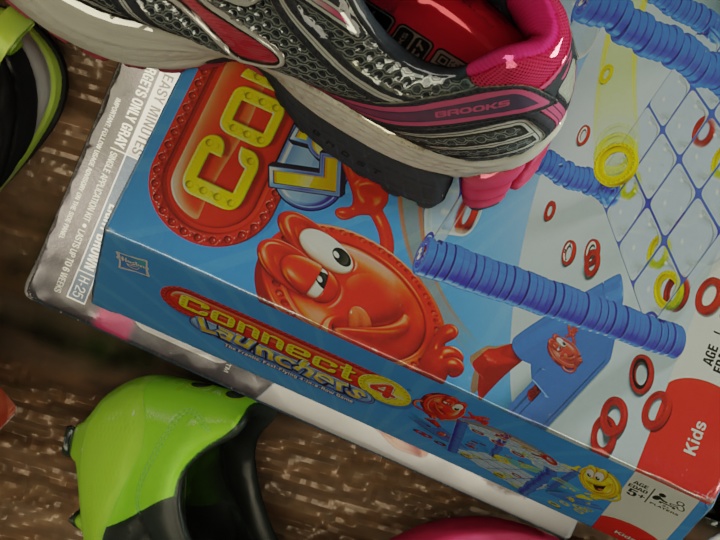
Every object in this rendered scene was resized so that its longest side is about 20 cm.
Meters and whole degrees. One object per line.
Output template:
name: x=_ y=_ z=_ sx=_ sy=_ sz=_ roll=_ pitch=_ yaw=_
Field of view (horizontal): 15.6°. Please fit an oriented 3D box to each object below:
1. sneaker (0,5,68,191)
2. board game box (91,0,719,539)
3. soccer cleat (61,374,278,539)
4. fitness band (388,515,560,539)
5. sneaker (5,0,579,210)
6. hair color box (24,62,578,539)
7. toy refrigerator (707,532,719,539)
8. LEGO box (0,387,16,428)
sneaker: x=-0.174 y=-0.011 z=0.881 sx=0.072 sy=0.083 sz=0.200 roll=35 pitch=100 yaw=-1
board game box: x=0.046 y=-0.043 z=0.821 sx=0.195 sy=0.056 sz=0.201 roll=24 pitch=66 yaw=0
soccer cleat: x=-0.055 y=0.136 z=0.896 sx=0.081 sy=0.067 sz=0.201 roll=1 pitch=100 yaw=36
fitness band: x=0.044 y=0.182 z=0.892 sx=0.143 sy=0.037 sz=0.201 roll=-21 pitch=103 yaw=-15
sneaker: x=-0.028 y=-0.094 z=0.758 sx=0.199 sy=0.075 sz=0.081 roll=24 pitch=66 yaw=1
hair color box: x=0.000 y=0.000 z=0.880 sx=0.199 sy=0.061 sz=0.100 roll=24 pitch=100 yaw=0
toy refrigerator: x=0.111 y=0.126 z=0.829 sx=0.200 sy=0.076 sz=0.070 roll=-26 pitch=77 yaw=-26
LEGO box: x=-0.232 y=0.015 z=0.834 sx=0.149 sy=0.077 sz=0.200 roll=-32 pitch=100 yaw=35
